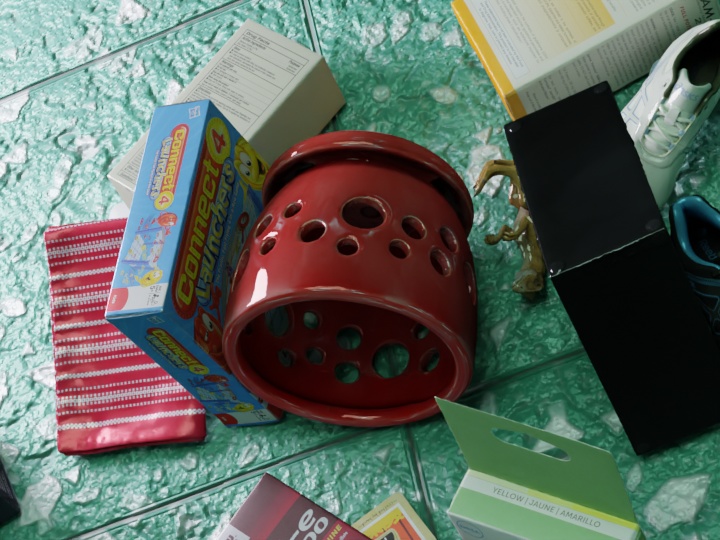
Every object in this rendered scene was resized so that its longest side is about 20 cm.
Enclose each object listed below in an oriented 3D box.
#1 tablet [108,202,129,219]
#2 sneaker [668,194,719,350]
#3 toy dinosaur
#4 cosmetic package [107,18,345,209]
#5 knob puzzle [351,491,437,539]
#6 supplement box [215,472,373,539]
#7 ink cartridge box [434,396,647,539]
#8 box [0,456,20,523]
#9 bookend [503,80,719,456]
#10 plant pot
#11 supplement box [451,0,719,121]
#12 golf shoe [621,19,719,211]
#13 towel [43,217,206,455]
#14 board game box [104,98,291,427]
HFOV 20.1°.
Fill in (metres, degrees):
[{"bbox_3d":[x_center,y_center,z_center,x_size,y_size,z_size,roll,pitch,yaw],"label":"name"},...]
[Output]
[{"bbox_3d":[-0.189,0.026,1.804,0.129,0.014,0.201,0,61,23],"label":"tablet"},{"bbox_3d":[0.293,0.026,1.554,0.073,0.082,0.200,-34,55,-3],"label":"sneaker"},{"bbox_3d":[0.152,-0.066,1.698,0.106,0.060,0.201,26,71,-2],"label":"toy dinosaur"},{"bbox_3d":[-0.119,-0.118,1.816,0.103,0.073,0.200,31,71,34],"label":"cosmetic package"},{"bbox_3d":[0.007,0.288,1.548,0.218,0.030,0.221,-11,57,17],"label":"knob puzzle"},{"bbox_3d":[-0.023,0.248,1.529,0.200,0.061,0.109,28,75,35],"label":"supplement box"},{"bbox_3d":[0.131,0.176,1.457,0.145,0.200,0.048,15,65,30],"label":"ink cartridge box"},{"bbox_3d":[-0.403,0.163,1.694,0.148,0.200,0.105,-32,53,2],"label":"box"},{"bbox_3d":[0.202,-0.002,1.564,0.092,0.200,0.199,-23,36,9],"label":"bookend"},{"bbox_3d":[0.000,0.000,1.626,0.199,0.201,0.183,-5,55,21],"label":"plant pot"},{"bbox_3d":[0.196,-0.219,1.751,0.199,0.074,0.126,-28,53,5],"label":"supplement box"},{"bbox_3d":[0.244,-0.123,1.647,0.078,0.097,0.201,28,74,3],"label":"golf shoe"},{"bbox_3d":[-0.203,0.054,1.737,0.144,0.022,0.201,-6,85,19],"label":"towel"},{"bbox_3d":[-0.117,-0.004,1.675,0.056,0.196,0.201,-6,59,27],"label":"board game box"}]
